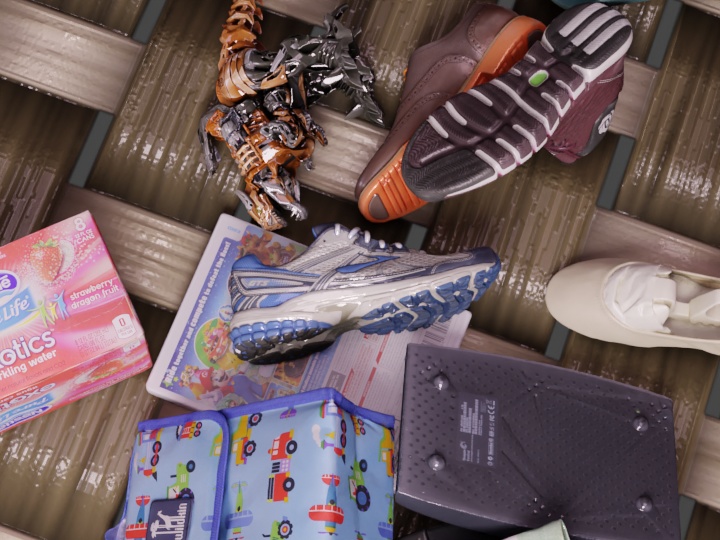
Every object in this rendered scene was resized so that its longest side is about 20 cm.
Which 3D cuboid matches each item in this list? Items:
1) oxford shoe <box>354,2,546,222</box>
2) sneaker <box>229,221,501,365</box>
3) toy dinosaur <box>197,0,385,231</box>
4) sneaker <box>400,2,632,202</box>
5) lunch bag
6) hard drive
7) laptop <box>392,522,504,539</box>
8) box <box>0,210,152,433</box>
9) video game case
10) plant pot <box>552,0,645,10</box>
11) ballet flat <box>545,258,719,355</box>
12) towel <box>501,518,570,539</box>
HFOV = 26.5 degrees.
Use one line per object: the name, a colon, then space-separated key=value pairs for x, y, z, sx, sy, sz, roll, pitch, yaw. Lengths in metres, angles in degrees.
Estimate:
oxford shoe: x=0.055 y=-0.120 z=1.151 sx=0.073 sy=0.071 sz=0.200 roll=33 pitch=72 yaw=31
sneaker: x=0.000 y=0.000 z=1.081 sx=0.199 sy=0.077 sz=0.086 roll=-12 pitch=71 yaw=-7
toy dinosaur: x=-0.061 y=-0.135 z=1.130 sx=0.135 sy=0.102 sz=0.201 roll=-14 pitch=96 yaw=9
sneaker: x=0.124 y=-0.096 z=1.117 sx=0.200 sy=0.116 sz=0.076 roll=-37 pitch=58 yaw=-7
lunch bag: x=-0.083 y=0.170 z=1.022 sx=0.199 sy=0.094 sz=0.152 roll=-9 pitch=68 yaw=28
hard drive: x=0.120 y=0.127 z=1.059 sx=0.199 sy=0.042 sz=0.135 roll=12 pitch=51 yaw=-8
laptop: x=0.068 y=0.275 z=1.057 sx=0.199 sy=0.116 sz=0.188 roll=-23 pitch=74 yaw=20
box: x=-0.255 y=0.052 z=1.056 sx=0.199 sy=0.095 sz=0.103 roll=-24 pitch=77 yaw=-10
video game case: x=-0.036 y=0.059 z=1.109 sx=0.199 sy=0.018 sz=0.144 roll=22 pitch=74 yaw=2
plant pot: x=0.230 y=-0.298 z=1.143 sx=0.160 sy=0.201 sz=0.202 roll=-6 pitch=74 yaw=-18
ballet flat: x=0.236 y=0.024 z=1.112 sx=0.199 sy=0.070 sz=0.070 roll=9 pitch=73 yaw=-1
towel: x=0.063 y=0.265 z=0.985 sx=0.199 sy=0.023 sz=0.153 roll=-24 pitch=74 yaw=20
